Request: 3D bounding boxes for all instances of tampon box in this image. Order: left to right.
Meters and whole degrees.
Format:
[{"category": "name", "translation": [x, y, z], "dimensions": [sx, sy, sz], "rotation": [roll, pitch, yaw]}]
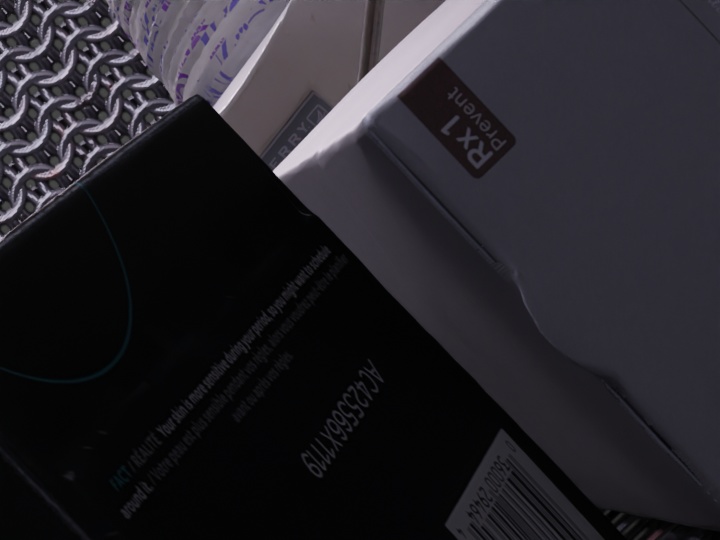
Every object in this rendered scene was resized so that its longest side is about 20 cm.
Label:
[{"category": "tampon box", "translation": [-0.071, 0.094, 0.501], "dimensions": [0.200, 0.126, 0.150], "rotation": [-42, 3, 22]}]

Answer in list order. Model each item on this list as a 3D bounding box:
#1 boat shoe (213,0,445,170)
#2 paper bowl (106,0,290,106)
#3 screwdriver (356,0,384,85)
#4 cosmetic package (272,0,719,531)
[{"category": "boat shoe", "translation": [0.001, -0.047, 0.877], "dimensions": [0.200, 0.072, 0.069], "rotation": [-53, 1, 5]}, {"category": "paper bowl", "translation": [0.005, -0.135, 0.968], "dimensions": [0.201, 0.104, 0.201], "rotation": [-32, -12, -8]}, {"category": "screwdriver", "translation": [0.000, 0.000, 0.814], "dimensions": [0.028, 0.029, 0.200], "rotation": [-62, -14, -59]}, {"category": "cosmetic package", "translation": [0.048, -0.012, 0.611], "dimensions": [0.090, 0.107, 0.200], "rotation": [-44, 6, -10]}]
